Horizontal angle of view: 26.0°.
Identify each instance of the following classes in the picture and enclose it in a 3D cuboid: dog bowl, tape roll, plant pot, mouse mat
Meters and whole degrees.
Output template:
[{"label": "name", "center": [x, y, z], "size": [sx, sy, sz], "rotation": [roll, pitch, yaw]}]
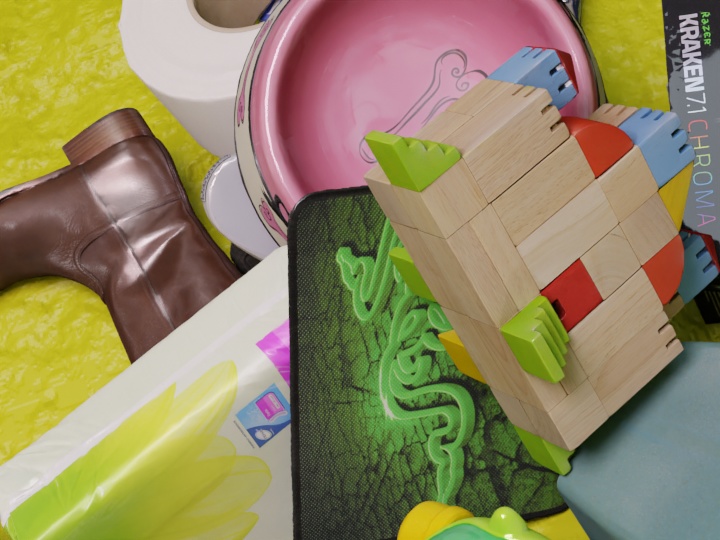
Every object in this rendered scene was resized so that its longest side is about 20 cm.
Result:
[{"label": "dog bowl", "center": [0.032, -0.078, 0.796], "size": [0.200, 0.074, 0.200], "rotation": [0, 89, 0]}, {"label": "tape roll", "center": [-0.042, -0.162, 0.925], "size": [0.202, 0.071, 0.203], "rotation": [-16, 53, 22]}, {"label": "plant pot", "center": [0.205, 0.124, 0.731], "size": [0.200, 0.141, 0.141], "rotation": [22, 69, 37]}, {"label": "mouse mat", "center": [0.042, 0.047, 0.770], "size": [0.161, 0.200, 0.008], "rotation": [-8, 24, -17]}]

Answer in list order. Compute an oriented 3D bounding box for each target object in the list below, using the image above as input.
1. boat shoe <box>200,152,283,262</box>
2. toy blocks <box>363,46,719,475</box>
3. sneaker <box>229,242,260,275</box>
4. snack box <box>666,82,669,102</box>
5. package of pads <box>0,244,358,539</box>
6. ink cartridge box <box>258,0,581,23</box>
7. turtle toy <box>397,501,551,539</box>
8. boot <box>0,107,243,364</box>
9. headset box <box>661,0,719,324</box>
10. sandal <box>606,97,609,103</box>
[{"label": "boat shoe", "center": [0.000, 0.000, 0.868], "size": [0.200, 0.057, 0.069], "rotation": [37, 90, -6]}, {"label": "toy blocks", "center": [0.098, -0.021, 0.715], "size": [0.137, 0.200, 0.100], "rotation": [-40, 26, -16]}, {"label": "sneaker", "center": [0.009, -0.059, 0.938], "size": [0.200, 0.077, 0.089], "rotation": [-33, 23, 3]}, {"label": "snack box", "center": [0.282, -0.096, 0.894], "size": [0.200, 0.024, 0.072], "rotation": [24, 73, 25]}, {"label": "package of pads", "center": [-0.070, 0.104, 0.805], "size": [0.200, 0.155, 0.068], "rotation": [-38, 45, -9]}, {"label": "ink cartridge box", "center": [0.041, -0.188, 1.000], "size": [0.200, 0.044, 0.094], "rotation": [-1, 60, 16]}, {"label": "turtle toy", "center": [0.055, 0.206, 0.724], "size": [0.146, 0.101, 0.200], "rotation": [13, 104, 39]}, {"label": "boot", "center": [-0.151, 0.031, 0.925], "size": [0.186, 0.064, 0.200], "rotation": [-39, 71, 16]}, {"label": "headset box", "center": [0.269, -0.075, 0.821], "size": [0.200, 0.093, 0.174], "rotation": [-6, 72, 18]}, {"label": "sandal", "center": [0.149, -0.026, 0.857], "size": [0.054, 0.080, 0.200], "rotation": [-22, 62, 25]}]
